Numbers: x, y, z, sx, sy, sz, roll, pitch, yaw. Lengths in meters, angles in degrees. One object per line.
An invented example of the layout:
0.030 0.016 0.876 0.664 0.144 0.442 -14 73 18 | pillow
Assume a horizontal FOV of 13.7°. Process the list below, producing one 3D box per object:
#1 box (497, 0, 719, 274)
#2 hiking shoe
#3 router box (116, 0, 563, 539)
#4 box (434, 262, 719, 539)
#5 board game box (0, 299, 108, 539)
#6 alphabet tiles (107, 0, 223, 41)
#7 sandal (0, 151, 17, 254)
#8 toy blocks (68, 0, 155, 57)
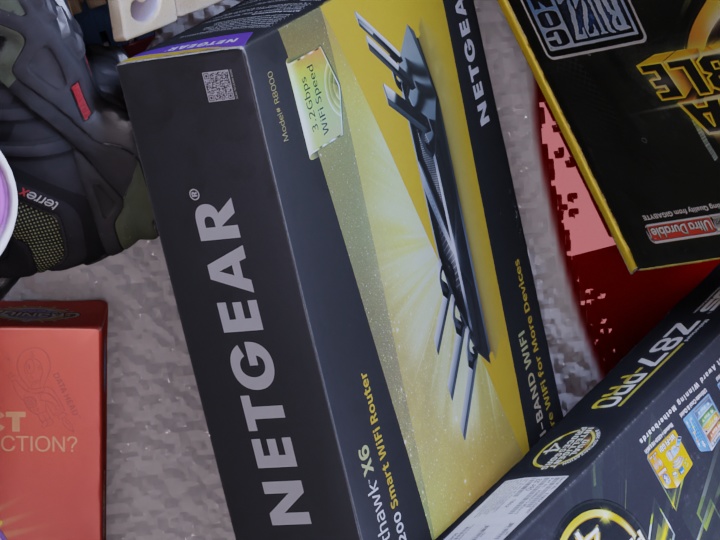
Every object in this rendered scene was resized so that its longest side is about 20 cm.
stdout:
0.142 -0.087 1.002 0.049 0.200 0.160 -38 110 -39 | box
-0.137 -0.066 0.964 0.101 0.076 0.200 -29 124 7 | hiking shoe
0.000 0.000 1.026 0.052 0.157 0.201 -5 107 30 | router box
0.124 0.111 1.054 0.200 0.049 0.161 -40 110 -39 | box
-0.169 0.111 1.105 0.153 0.040 0.201 0 104 -3 | board game box
-0.067 -0.184 0.984 0.006 0.166 0.201 1 106 29 | alphabet tiles
-0.169 -0.071 0.881 0.203 0.050 0.083 42 67 -30 | sandal
-0.152 -0.086 1.040 0.199 0.100 0.137 -19 116 2 | toy blocks
